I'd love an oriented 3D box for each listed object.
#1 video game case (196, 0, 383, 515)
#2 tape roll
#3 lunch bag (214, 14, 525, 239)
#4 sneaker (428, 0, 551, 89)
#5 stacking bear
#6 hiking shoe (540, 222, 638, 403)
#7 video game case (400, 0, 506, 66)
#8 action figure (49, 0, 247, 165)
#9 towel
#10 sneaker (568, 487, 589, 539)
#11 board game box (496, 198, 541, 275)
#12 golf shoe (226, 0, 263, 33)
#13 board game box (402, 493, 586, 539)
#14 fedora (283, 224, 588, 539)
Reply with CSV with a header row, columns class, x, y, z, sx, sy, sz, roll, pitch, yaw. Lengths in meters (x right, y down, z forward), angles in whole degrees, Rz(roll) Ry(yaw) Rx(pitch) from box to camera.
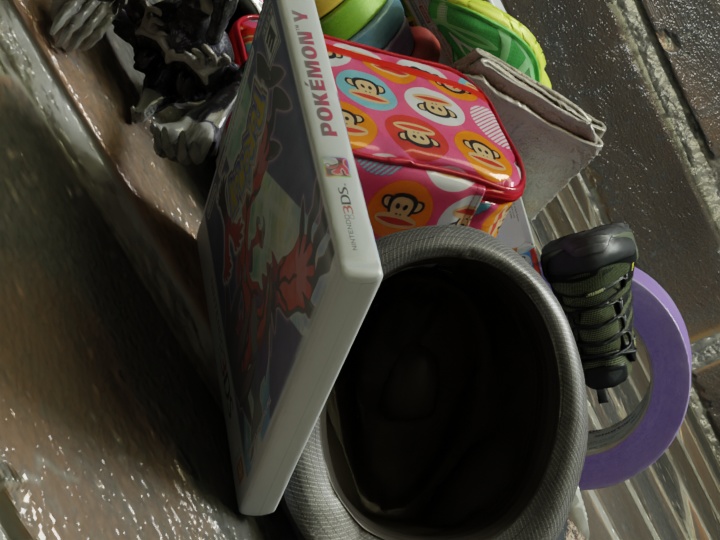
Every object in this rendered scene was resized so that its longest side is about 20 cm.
class,x,y,z,sx,sy,sz,roll,pitch,yaw
video game case,-0.043,-0.009,0.666,0.201,0.023,0.183,114,-30,-48
tape roll,0.195,0.088,1.217,0.201,0.199,0.085,65,15,1
lunch bag,-0.001,-0.093,0.898,0.198,0.082,0.177,12,35,-22
sneaker,0.104,-0.145,1.082,0.074,0.084,0.200,30,-14,41
stacking bear,-0.035,-0.216,1.065,0.200,0.121,0.114,52,4,-24
hiking shoe,0.186,0.035,1.040,0.200,0.075,0.101,63,11,-67
video game case,0.065,-0.161,1.204,0.201,0.181,0.023,60,34,-18
action figure,-0.105,-0.125,0.729,0.119,0.102,0.200,38,-27,4
towel,0.091,-0.081,1.083,0.132,0.200,0.035,28,48,-10
sneaker,0.088,0.156,0.899,0.200,0.104,0.076,90,-14,-77
board game box,0.096,0.029,1.078,0.105,0.102,0.201,-98,171,-47
golf shoe,-0.067,-0.152,0.988,0.201,0.072,0.092,58,47,-37
board game box,0.099,0.244,0.803,0.200,0.096,0.160,50,31,-42
fedora,0.032,0.077,0.754,0.090,0.175,0.202,164,-71,-76
